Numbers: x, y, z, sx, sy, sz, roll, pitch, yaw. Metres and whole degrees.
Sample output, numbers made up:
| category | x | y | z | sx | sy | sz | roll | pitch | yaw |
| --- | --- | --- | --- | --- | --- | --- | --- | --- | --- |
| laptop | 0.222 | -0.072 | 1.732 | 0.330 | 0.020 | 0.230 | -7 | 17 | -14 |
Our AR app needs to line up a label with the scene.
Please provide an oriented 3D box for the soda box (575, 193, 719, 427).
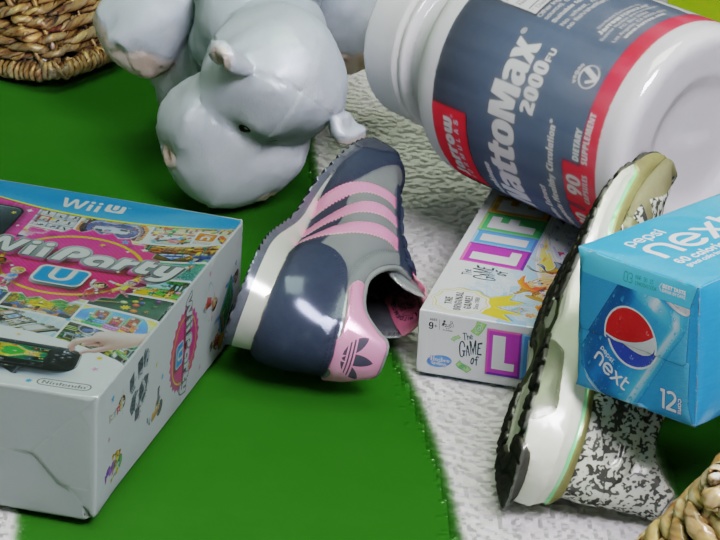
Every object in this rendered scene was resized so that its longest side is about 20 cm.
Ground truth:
| category | x | y | z | sx | sy | sz | roll | pitch | yaw |
| --- | --- | --- | --- | --- | --- | --- | --- | --- | --- |
| soda box | 0.182 | 0.002 | 1.150 | 0.068 | 0.065 | 0.199 | 19 | 28 | 42 |

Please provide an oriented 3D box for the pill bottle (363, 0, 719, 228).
| category | x | y | z | sx | sy | sz | roll | pitch | yaw |
| --- | --- | --- | --- | --- | --- | --- | --- | --- | --- |
| pill bottle | 0.099 | -0.092 | 1.348 | 0.119 | 0.121 | 0.199 | -18 | 31 | -38 |

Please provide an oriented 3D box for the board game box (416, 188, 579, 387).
| category | x | y | z | sx | sy | sz | roll | pitch | yaw |
| --- | --- | --- | --- | --- | --- | --- | --- | --- | --- |
| board game box | 0.116 | 0.004 | 1.326 | 0.133 | 0.034 | 0.200 | 8 | 26 | 13 |

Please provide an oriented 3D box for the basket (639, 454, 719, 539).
| category | x | y | z | sx | sy | sz | roll | pitch | yaw |
| --- | --- | --- | --- | --- | --- | --- | --- | --- | --- |
| basket | 0.177 | 0.130 | 1.011 | 0.143 | 0.149 | 0.200 | 45 | 37 | 8 |

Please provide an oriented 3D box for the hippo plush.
| category | x | y | z | sx | sy | sz | roll | pitch | yaw |
| --- | --- | --- | --- | --- | --- | --- | --- | --- | --- |
| hippo plush | -0.039 | -0.114 | 1.442 | 0.159 | 0.200 | 0.161 | 23 | 33 | -33 |

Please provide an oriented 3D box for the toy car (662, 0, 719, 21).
| category | x | y | z | sx | sy | sz | roll | pitch | yaw |
| --- | --- | --- | --- | --- | --- | --- | --- | --- | --- |
| toy car | 0.144 | -0.166 | 1.587 | 0.198 | 0.177 | 0.150 | 1 | -12 | -3 |

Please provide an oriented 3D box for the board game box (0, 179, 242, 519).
| category | x | y | z | sx | sy | sz | roll | pitch | yaw |
| --- | --- | --- | --- | --- | --- | --- | --- | --- | --- |
| board game box | -0.153 | 0.030 | 1.210 | 0.146 | 0.065 | 0.200 | 9 | 25 | 13 |

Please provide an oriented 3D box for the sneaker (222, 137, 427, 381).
| category | x | y | z | sx | sy | sz | roll | pitch | yaw |
| --- | --- | --- | --- | --- | --- | --- | --- | --- | --- |
| sneaker | 0.000 | 0.000 | 1.303 | 0.082 | 0.071 | 0.200 | 23 | 32 | 7 |

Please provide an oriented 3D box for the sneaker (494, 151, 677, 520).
| category | x | y | z | sx | sy | sz | roll | pitch | yaw |
| --- | --- | --- | --- | --- | --- | --- | --- | --- | --- |
| sneaker | 0.123 | 0.036 | 1.190 | 0.088 | 0.077 | 0.201 | 23 | 55 | -2 |

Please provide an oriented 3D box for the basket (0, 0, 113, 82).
| category | x | y | z | sx | sy | sz | roll | pitch | yaw |
| --- | --- | --- | --- | --- | --- | --- | --- | --- | --- |
| basket | -0.206 | -0.187 | 1.673 | 0.142 | 0.150 | 0.200 | -21 | 8 | 37 |
